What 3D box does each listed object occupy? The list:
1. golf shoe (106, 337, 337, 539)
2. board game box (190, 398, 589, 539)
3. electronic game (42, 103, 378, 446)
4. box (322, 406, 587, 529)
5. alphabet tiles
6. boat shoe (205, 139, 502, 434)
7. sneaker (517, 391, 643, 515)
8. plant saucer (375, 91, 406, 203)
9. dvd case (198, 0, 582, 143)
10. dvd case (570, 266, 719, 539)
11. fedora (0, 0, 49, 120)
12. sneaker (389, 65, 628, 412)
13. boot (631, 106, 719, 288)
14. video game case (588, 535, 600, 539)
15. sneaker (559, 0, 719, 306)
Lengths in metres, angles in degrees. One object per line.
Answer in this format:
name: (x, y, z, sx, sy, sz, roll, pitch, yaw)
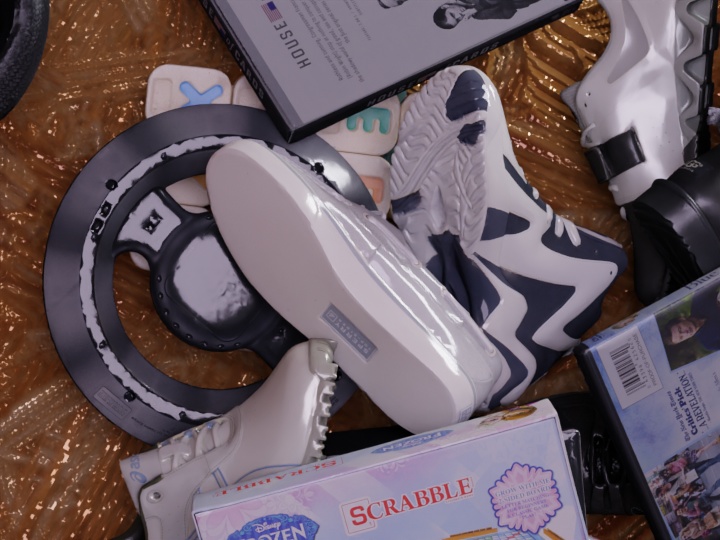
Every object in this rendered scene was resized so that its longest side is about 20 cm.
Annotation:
golf shoe: (-0.081, 0.114, 1.545, 0.097, 0.078, 0.200, 23, 113, -12)
board game box: (0.031, 0.190, 1.497, 0.200, 0.041, 0.200, -14, 100, -1)
electronic game: (-0.079, 0.006, 1.589, 0.200, 0.042, 0.200, 0, 89, -13)
box: (0.057, 0.186, 1.576, 0.141, 0.079, 0.200, -6, 98, -5)
alphabet tiles: (-0.031, -0.050, 1.625, 0.195, 0.015, 0.200, 7, 89, -9)
boat shoe: (0.000, 0.000, 1.553, 0.200, 0.072, 0.069, 43, 45, 8)
sneaker: (0.171, 0.106, 1.629, 0.200, 0.082, 0.073, 1, 87, -8)
plant saucer: (-0.006, -0.111, 1.653, 0.070, 0.019, 0.200, 11, 84, -8)
dvd case: (0.007, -0.175, 1.624, 0.200, 0.025, 0.150, -26, 73, -19)
dvd case: (0.230, 0.059, 1.574, 0.200, 0.018, 0.143, -28, 107, -11)
fedora: (-0.275, -0.145, 1.572, 0.200, 0.092, 0.201, 1, 84, -9)
sneaker: (0.092, -0.028, 1.613, 0.130, 0.079, 0.199, -20, 106, -42)
boot: (0.259, -0.024, 1.617, 0.162, 0.073, 0.198, -38, 117, -11)
video game case: (0.073, 0.199, 1.532, 0.200, 0.018, 0.143, 23, 95, -6)
sneaker: (0.161, -0.078, 1.658, 0.088, 0.074, 0.200, 4, 91, 13)
